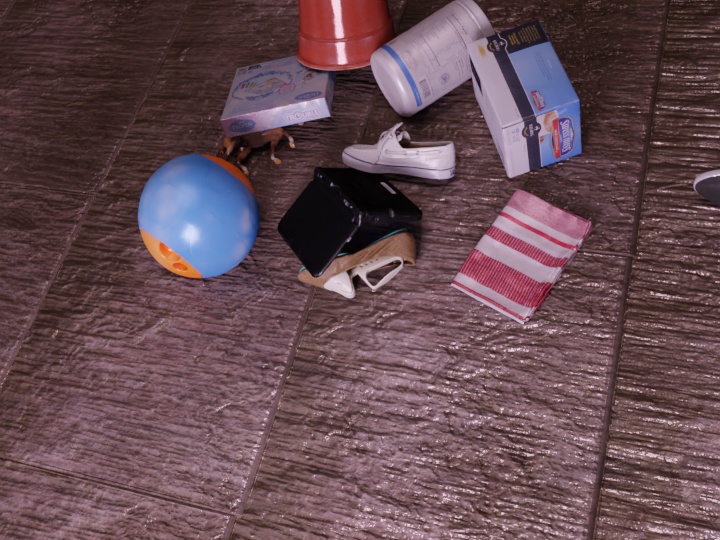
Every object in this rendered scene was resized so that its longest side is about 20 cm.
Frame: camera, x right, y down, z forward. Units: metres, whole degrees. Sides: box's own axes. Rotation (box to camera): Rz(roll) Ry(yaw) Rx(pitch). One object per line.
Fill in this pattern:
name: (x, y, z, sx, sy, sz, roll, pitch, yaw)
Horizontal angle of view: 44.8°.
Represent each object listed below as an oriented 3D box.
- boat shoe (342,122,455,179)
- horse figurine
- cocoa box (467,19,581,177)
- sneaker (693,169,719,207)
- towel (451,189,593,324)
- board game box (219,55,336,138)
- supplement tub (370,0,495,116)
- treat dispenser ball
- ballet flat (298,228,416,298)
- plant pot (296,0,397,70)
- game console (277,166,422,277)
boat shoe: (0.063, -0.210, 1.471, 0.199, 0.087, 0.075, 10, 28, 20)
horse figurine: (-0.192, -0.231, 1.593, 0.197, 0.050, 0.134, -23, 46, 7)
cocoa box: (0.270, -0.284, 1.440, 0.129, 0.134, 0.202, -18, 55, 4)
sneaker: (0.569, -0.076, 1.259, 0.198, 0.071, 0.100, 24, 63, 23)
towel: (0.250, -0.027, 1.355, 0.143, 0.023, 0.201, 28, 70, 30)
board game box: (-0.147, -0.330, 1.615, 0.197, 0.044, 0.200, -9, 37, 11)
supplement tub: (0.129, -0.375, 1.542, 0.199, 0.132, 0.132, -33, 55, -7)
treat dispenser ball: (-0.264, -0.089, 1.437, 0.198, 0.202, 0.204, -8, 57, 12)
ballet flat: (0.000, 0.000, 1.395, 0.197, 0.068, 0.073, -20, 71, -1)
plant pot: (-0.033, -0.497, 1.589, 0.197, 0.198, 0.202, -5, 35, 3)
game console: (-0.021, -0.082, 1.426, 0.173, 0.118, 0.200, -1, 27, -26)
